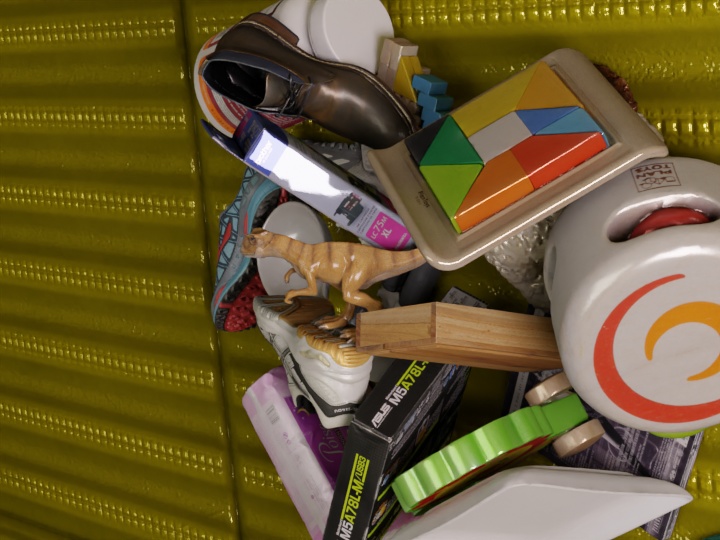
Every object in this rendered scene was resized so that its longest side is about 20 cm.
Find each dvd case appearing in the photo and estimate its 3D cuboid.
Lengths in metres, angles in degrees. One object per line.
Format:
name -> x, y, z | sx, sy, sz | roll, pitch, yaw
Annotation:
dvd case -> 0.209, 0.121, 1.461 | 0.199, 0.016, 0.150 | 35, 126, 36

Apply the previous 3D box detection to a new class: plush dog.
plush dog -> 0.170, -0.072, 1.371 | 0.170, 0.160, 0.202 | -23, 85, 22

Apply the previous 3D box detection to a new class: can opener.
can opener -> 0.033, 0.015, 1.588 | 0.053, 0.066, 0.201 | 45, 131, 29

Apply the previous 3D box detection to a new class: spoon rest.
spoon rest -> -0.038, 0.020, 1.584 | 0.200, 0.060, 0.100 | 52, 123, 27

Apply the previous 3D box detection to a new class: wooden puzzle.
wooden puzzle -> 0.113, -0.096, 1.294 | 0.037, 0.198, 0.185 | 64, 179, -34

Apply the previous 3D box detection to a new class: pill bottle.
pill bottle -> -0.062, -0.200, 1.599 | 0.199, 0.112, 0.114 | -16, 89, 50

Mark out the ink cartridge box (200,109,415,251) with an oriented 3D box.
ink cartridge box -> -0.044, -0.083, 1.461 | 0.042, 0.199, 0.119 | -58, 15, 7

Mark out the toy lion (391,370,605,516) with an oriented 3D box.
toy lion -> 0.099, 0.163, 1.437 | 0.200, 0.190, 0.069 | -43, 71, 50

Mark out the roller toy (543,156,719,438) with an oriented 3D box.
roller toy -> 0.233, 0.013, 1.265 | 0.200, 0.181, 0.140 | -51, 23, 27

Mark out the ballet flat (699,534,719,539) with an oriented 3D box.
ballet flat -> 0.330, 0.238, 1.330 | 0.199, 0.069, 0.071 | -29, 98, 48

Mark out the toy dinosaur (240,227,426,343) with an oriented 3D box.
toy dinosaur -> 0.000, 0.000, 1.397 | 0.060, 0.197, 0.108 | -114, 25, -72

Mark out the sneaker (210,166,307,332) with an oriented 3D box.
sneaker -> -0.110, -0.027, 1.750 | 0.096, 0.079, 0.201 | 61, 137, 43

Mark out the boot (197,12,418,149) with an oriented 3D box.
boot -> -0.049, -0.147, 1.476 | 0.199, 0.097, 0.075 | 31, 126, 12

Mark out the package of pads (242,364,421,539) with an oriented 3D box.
package of pads -> -0.022, 0.184, 1.660 | 0.076, 0.120, 0.201 | -46, 67, 44

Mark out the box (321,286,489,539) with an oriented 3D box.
box -> 0.039, 0.143, 1.498 | 0.047, 0.200, 0.194 | 28, 136, 13

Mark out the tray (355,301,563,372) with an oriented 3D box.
tray -> 0.102, 0.058, 1.396 | 0.098, 0.199, 0.038 | -10, 77, 49

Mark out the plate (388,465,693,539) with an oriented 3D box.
plate -> 0.144, 0.204, 1.411 | 0.200, 0.198, 0.033 | -37, 53, 47

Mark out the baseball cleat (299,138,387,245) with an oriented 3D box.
baseball cleat -> -0.012, -0.102, 1.620 | 0.200, 0.069, 0.107 | 43, 104, 40

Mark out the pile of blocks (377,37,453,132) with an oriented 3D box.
pile of blocks -> 0.076, -0.117, 1.503 | 0.082, 0.062, 0.202 | -21, 82, 44

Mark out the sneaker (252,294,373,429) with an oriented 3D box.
sneaker -> -0.049, 0.078, 1.478 | 0.200, 0.075, 0.089 | -140, 50, -66
